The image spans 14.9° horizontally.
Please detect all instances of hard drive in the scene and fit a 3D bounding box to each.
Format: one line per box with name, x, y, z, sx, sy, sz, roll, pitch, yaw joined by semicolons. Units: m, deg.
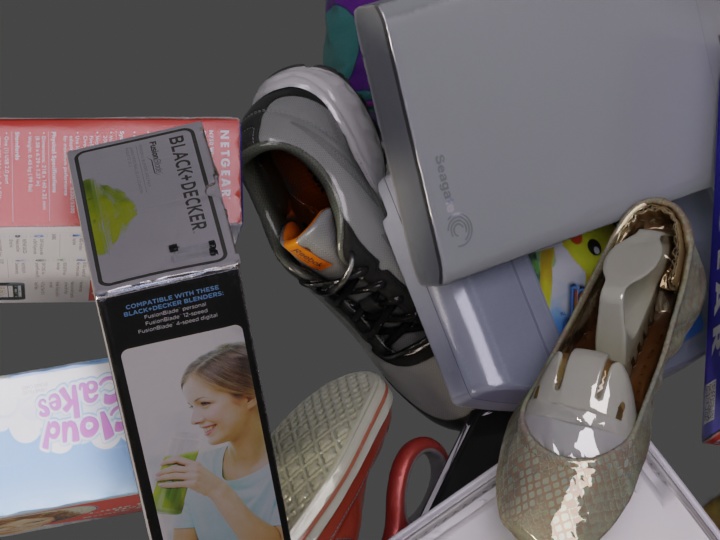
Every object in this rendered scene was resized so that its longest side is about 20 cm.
hard drive;0.096;-0.084;1.303;0.200;0.026;0.132;-20;101;-33

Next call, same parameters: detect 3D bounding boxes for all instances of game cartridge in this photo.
game cartridge;0.109;-0.003;1.350;0.200;0.040;0.134;-15;83;-39

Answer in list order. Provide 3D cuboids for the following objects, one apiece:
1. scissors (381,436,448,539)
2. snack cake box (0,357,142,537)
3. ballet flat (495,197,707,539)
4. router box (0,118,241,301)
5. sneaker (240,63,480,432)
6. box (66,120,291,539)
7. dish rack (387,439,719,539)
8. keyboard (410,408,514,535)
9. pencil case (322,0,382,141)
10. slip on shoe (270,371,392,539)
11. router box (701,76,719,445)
scissors;0.006;0.169;1.326;0.073;0.014;0.200;49;59;-38
snack cake box;-0.171;0.089;1.306;0.200;0.115;0.067;-9;80;-8
ballet flat;0.107;0.043;1.260;0.067;0.062;0.200;9;46;18
router box;-0.151;-0.024;1.282;0.179;0.200;0.049;-1;80;-7
sneaker;0.000;0.000;1.340;0.074;0.079;0.200;-28;103;32
box;-0.072;0.053;1.163;0.060;0.200;0.117;-12;36;-5
dish rack;0.085;0.170;1.259;0.200;0.044;0.172;-34;74;-10
keyboard;0.071;0.171;1.292;0.127;0.021;0.200;24;76;9
pencil case;0.015;-0.166;1.396;0.092;0.085;0.200;-9;77;31
slip on shoe;-0.030;0.142;1.343;0.061;0.074;0.200;35;67;-34
router box;0.258;-0.011;1.306;0.179;0.049;0.200;6;78;-6
